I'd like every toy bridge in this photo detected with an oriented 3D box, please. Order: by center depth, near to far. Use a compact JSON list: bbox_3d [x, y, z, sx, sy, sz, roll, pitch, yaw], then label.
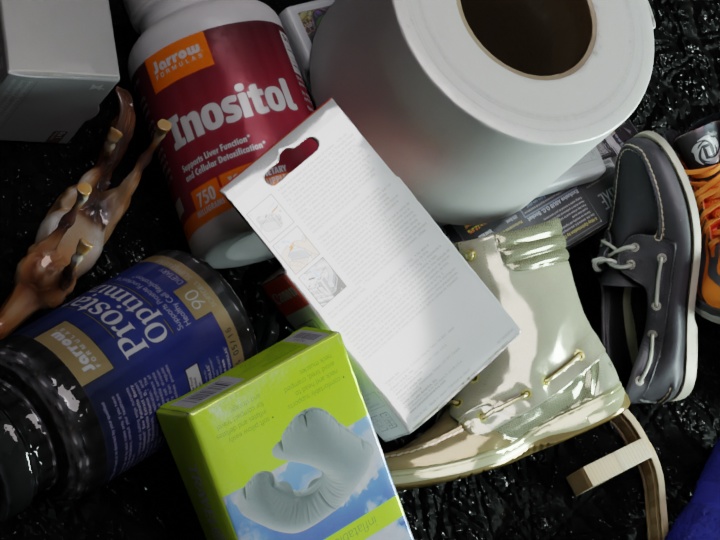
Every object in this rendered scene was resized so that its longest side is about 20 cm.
[{"bbox_3d":[0.181,0.140,1.724,0.067,0.027,0.200,-22,80,-34],"label":"toy bridge"}]

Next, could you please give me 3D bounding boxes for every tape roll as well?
[{"bbox_3d":[0.082,-0.149,1.650,0.202,0.139,0.203,10,64,-21],"label":"tape roll"}]

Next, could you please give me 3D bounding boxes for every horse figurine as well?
[{"bbox_3d":[-0.185,-0.031,1.563,0.050,0.133,0.200,32,43,-8],"label":"horse figurine"}]

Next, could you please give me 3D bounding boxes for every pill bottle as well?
[{"bbox_3d":[-0.170,0.076,1.514,0.200,0.112,0.112,-31,85,-35],"label":"pill bottle"},{"bbox_3d":[-0.092,-0.112,1.642,0.113,0.113,0.200,-12,74,-32],"label":"pill bottle"}]

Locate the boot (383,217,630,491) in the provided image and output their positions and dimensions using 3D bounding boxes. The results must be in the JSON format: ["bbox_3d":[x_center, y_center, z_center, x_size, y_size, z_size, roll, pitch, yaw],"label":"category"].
[{"bbox_3d":[0.075,0.058,1.650,0.200,0.072,0.155,-20,92,-22],"label":"boot"}]

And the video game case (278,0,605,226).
[{"bbox_3d":[0.060,-0.125,1.725,0.200,0.023,0.182,-17,76,-31],"label":"video game case"}]

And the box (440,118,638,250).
[{"bbox_3d":[0.113,-0.082,1.777,0.200,0.050,0.158,-31,84,-35],"label":"box"}]

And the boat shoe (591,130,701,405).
[{"bbox_3d":[0.202,0.001,1.741,0.063,0.073,0.200,-10,100,-31],"label":"boat shoe"}]

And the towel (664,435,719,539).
[{"bbox_3d":[0.292,0.205,1.702,0.147,0.050,0.200,23,39,14],"label":"towel"}]

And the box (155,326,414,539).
[{"bbox_3d":[-0.038,0.151,1.518,0.122,0.048,0.200,-29,108,-29],"label":"box"}]

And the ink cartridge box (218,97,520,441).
[{"bbox_3d":[0.000,0.000,1.572,0.109,0.050,0.200,-40,94,-23],"label":"ink cartridge box"}]

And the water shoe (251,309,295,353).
[{"bbox_3d":[-0.038,0.124,1.582,0.071,0.079,0.200,-14,75,-32],"label":"water shoe"}]

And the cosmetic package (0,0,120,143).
[{"bbox_3d":[-0.227,-0.195,1.614,0.090,0.107,0.200,4,64,-27],"label":"cosmetic package"}]

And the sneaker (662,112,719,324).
[{"bbox_3d":[0.259,-0.046,1.764,0.200,0.077,0.112,-100,170,-60],"label":"sneaker"}]
